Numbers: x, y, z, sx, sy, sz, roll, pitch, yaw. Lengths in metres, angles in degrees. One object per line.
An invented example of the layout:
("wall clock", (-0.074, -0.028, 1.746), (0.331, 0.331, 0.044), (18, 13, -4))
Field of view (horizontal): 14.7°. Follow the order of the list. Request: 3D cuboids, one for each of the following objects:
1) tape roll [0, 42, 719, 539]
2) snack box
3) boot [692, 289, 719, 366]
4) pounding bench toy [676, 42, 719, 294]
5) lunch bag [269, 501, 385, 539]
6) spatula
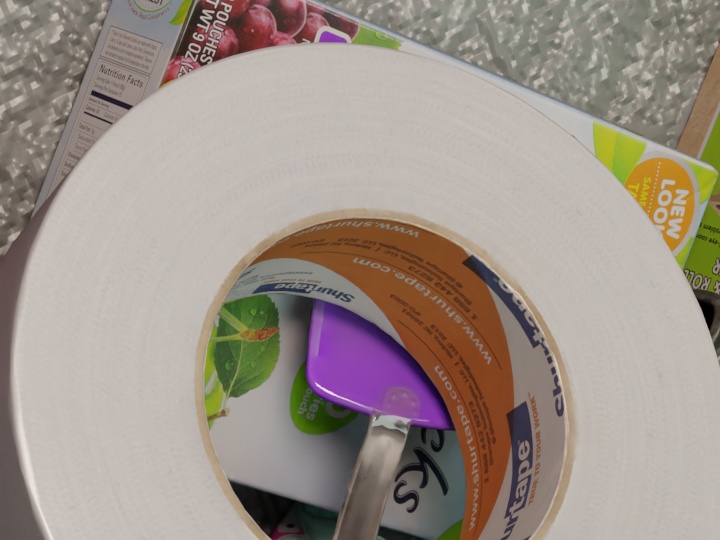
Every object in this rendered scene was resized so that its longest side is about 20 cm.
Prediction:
("tape roll", (-0.005, 0.044, 0.735), (0.200, 0.066, 0.201), (9, 67, -22))
("snack box", (0.000, 0.000, 0.851), (0.200, 0.053, 0.143), (20, 93, -33))
("boot", (0.141, 0.051, 0.790), (0.131, 0.200, 0.068), (33, 67, -17))
("pounding bench toy", (0.218, -0.003, 0.896), (0.156, 0.200, 0.124), (21, 91, -33))
("lunch bag", (0.027, 0.193, 0.880), (0.200, 0.122, 0.171), (34, 83, -27))
("spatula", (-0.001, 0.080, 0.795), (0.056, 0.021, 0.200), (13, 84, -9))
